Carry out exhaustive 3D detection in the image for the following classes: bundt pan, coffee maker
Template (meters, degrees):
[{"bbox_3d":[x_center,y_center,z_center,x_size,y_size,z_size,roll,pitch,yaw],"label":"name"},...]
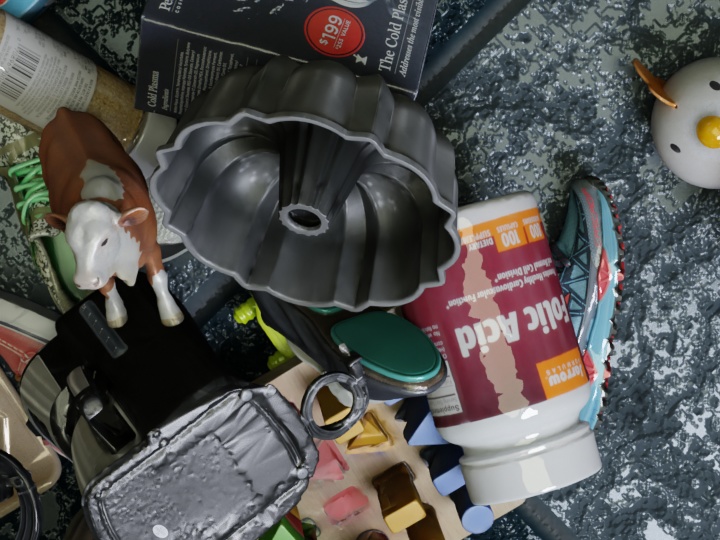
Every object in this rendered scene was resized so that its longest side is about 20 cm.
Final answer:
[{"bbox_3d":[-0.029,-0.061,0.990,0.201,0.202,0.076,15,57,-3],"label":"bundt pan"},{"bbox_3d":[-0.117,0.093,1.048,0.192,0.200,0.135,-16,118,-19],"label":"coffee maker"}]

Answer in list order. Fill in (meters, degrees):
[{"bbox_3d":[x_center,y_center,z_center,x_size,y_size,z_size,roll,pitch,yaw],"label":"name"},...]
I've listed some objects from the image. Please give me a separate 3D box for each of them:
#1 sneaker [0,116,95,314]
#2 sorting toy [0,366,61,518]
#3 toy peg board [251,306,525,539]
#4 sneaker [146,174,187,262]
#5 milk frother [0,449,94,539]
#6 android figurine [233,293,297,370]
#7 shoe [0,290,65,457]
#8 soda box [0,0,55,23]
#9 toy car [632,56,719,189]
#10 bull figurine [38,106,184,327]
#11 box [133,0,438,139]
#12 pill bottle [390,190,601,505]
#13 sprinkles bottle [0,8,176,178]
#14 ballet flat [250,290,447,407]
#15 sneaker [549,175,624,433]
[{"bbox_3d":[-0.223,-0.049,1.134,0.077,0.089,0.201,-23,98,3],"label":"sneaker"},{"bbox_3d":[-0.352,0.118,1.191,0.185,0.036,0.200,-31,94,4],"label":"sorting toy"},{"bbox_3d":[0.001,0.162,1.142,0.199,0.098,0.200,-31,113,5],"label":"toy peg board"},{"bbox_3d":[-0.102,-0.078,1.127,0.200,0.088,0.076,-40,98,3],"label":"sneaker"},{"bbox_3d":[-0.209,0.201,1.125,0.180,0.188,0.201,-4,99,-1],"label":"milk frother"},{"bbox_3d":[0.000,0.000,1.168,0.200,0.041,0.182,-36,98,5],"label":"android figurine"},{"bbox_3d":[-0.231,0.082,1.160,0.200,0.071,0.091,25,89,-10],"label":"shoe"},{"bbox_3d":[-0.285,-0.182,1.123,0.200,0.068,0.064,-40,98,6],"label":"soda box"},{"bbox_3d":[0.273,-0.089,1.102,0.200,0.177,0.185,30,110,8],"label":"toy car"},{"bbox_3d":[-0.164,-0.031,1.007,0.065,0.200,0.122,-17,126,-6],"label":"bull figurine"},{"bbox_3d":[-0.039,-0.190,1.056,0.181,0.104,0.201,14,59,-2],"label":"box"},{"bbox_3d":[0.095,0.054,1.089,0.114,0.114,0.201,-17,89,2],"label":"pill bottle"},{"bbox_3d":[-0.223,-0.131,1.086,0.200,0.068,0.068,29,99,-37],"label":"sprinkles bottle"},{"bbox_3d":[-0.010,0.050,1.076,0.073,0.200,0.073,-22,129,-30],"label":"ballet flat"},{"bbox_3d":[0.143,0.028,1.155,0.095,0.079,0.201,5,99,1],"label":"sneaker"}]
